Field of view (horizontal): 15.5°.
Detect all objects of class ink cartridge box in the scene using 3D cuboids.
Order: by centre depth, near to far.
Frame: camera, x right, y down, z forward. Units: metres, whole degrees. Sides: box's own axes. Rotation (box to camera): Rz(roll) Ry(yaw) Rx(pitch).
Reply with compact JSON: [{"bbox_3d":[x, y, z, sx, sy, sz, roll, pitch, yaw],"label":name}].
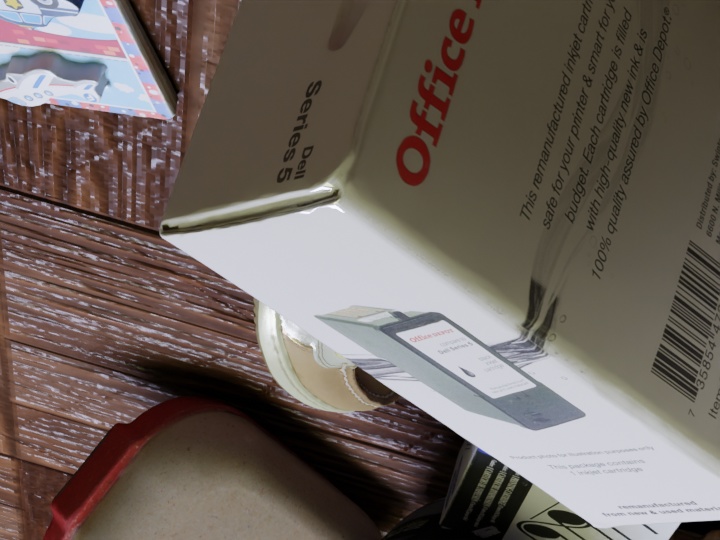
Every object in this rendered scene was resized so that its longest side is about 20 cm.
[{"bbox_3d":[0.054,-0.031,0.793,0.200,0.146,0.084,35,151,-34],"label":"ink cartridge box"},{"bbox_3d":[0.095,0.073,1.106,0.094,0.044,0.200,17,157,1],"label":"ink cartridge box"}]

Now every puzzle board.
[{"bbox_3d":[-0.177,-0.105,0.945,0.199,0.017,0.151,8,154,18],"label":"puzzle board"}]

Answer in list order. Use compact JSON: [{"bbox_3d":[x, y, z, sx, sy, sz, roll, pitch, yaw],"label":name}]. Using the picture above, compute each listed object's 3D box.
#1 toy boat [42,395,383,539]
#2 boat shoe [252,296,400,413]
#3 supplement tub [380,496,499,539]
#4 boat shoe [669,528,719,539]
[{"bbox_3d":[-0.082,0.131,1.292,0.131,0.131,0.200,36,175,47],"label":"toy boat"},{"bbox_3d":[0.000,0.000,0.982,0.066,0.074,0.200,14,156,20],"label":"boat shoe"},{"bbox_3d":[0.029,0.184,1.182,0.122,0.123,0.200,8,-165,19],"label":"supplement tub"},{"bbox_3d":[0.177,0.151,1.154,0.072,0.072,0.200,9,178,-10],"label":"boat shoe"}]
